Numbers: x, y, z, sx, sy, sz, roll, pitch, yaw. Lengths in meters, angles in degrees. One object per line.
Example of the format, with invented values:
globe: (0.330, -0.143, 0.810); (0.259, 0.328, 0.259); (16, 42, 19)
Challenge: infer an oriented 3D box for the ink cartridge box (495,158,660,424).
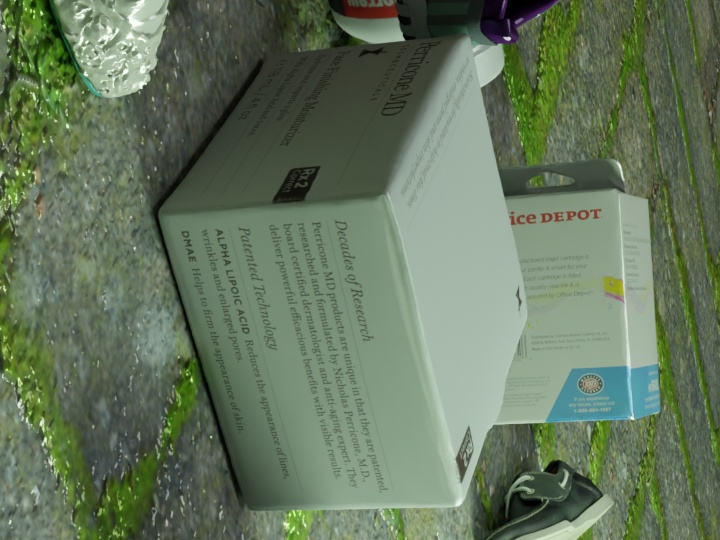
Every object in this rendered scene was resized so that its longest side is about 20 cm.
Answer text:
ink cartridge box: (0.159, 0.017, 1.580); (0.125, 0.128, 0.201); (5, 82, -71)

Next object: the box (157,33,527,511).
box: (0.000, 0.000, 1.132); (0.199, 0.130, 0.200); (-63, 145, -56)

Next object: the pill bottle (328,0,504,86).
pill bottle: (0.028, -0.214, 1.272); (0.116, 0.116, 0.200); (-61, 142, -57)

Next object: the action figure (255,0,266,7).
action figure: (-0.068, -0.228, 1.083); (0.130, 0.069, 0.200); (73, 26, -52)

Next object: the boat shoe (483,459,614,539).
boat shoe: (0.136, 0.197, 1.610); (0.068, 0.072, 0.200); (52, 24, 11)

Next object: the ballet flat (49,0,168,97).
ballet flat: (-0.119, -0.162, 0.923); (0.072, 0.072, 0.200); (-72, 152, -47)

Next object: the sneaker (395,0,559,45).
sneaker: (0.109, -0.189, 1.214); (0.200, 0.087, 0.075); (-48, 132, -34)
